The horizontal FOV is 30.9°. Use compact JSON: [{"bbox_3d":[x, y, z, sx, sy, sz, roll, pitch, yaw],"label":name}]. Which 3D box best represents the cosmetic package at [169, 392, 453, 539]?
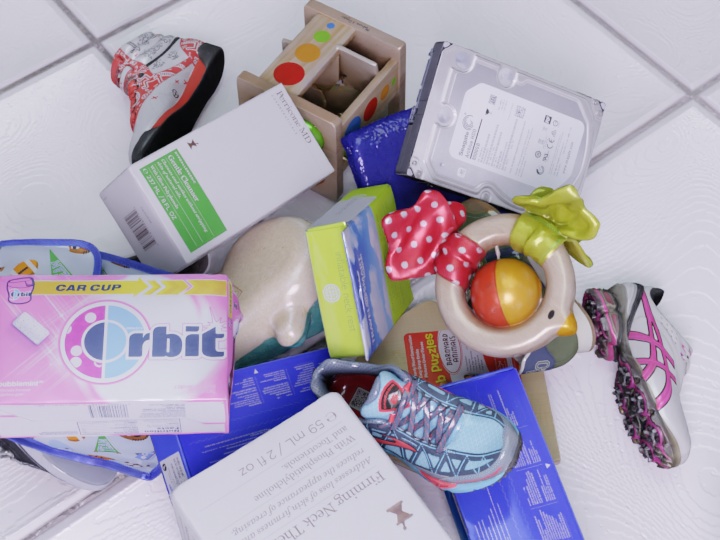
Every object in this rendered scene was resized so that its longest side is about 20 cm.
[{"bbox_3d":[-0.030,0.248,1.064,0.166,0.167,0.200,-30,60,-20],"label":"cosmetic package"}]

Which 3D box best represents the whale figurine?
[{"bbox_3d":[-0.093,0.047,1.262,0.159,0.104,0.201,26,77,49],"label":"whale figurine"}]

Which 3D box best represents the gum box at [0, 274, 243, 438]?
[{"bbox_3d":[-0.193,0.068,1.051,0.197,0.066,0.115,0,59,-5],"label":"gum box"}]

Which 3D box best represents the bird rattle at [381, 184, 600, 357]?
[{"bbox_3d":[0.121,-0.003,1.180,0.198,0.113,0.165,-11,74,6],"label":"bird rattle"}]

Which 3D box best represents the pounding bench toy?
[{"bbox_3d":[-0.013,-0.160,1.382,0.199,0.125,0.156,28,59,19],"label":"pounding bench toy"}]

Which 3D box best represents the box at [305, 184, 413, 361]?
[{"bbox_3d":[0.000,0.000,1.211,0.047,0.123,0.200,-8,12,16],"label":"box"}]

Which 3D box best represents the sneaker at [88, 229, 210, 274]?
[{"bbox_3d":[-0.247,-0.004,1.320,0.198,0.074,0.085,-12,24,-1],"label":"sneaker"}]

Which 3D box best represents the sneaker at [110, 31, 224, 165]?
[{"bbox_3d":[-0.237,-0.187,1.440,0.107,0.068,0.202,16,52,13],"label":"sneaker"}]

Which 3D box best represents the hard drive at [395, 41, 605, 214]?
[{"bbox_3d":[0.145,-0.135,1.324,0.198,0.038,0.141,18,89,-22],"label":"hard drive"}]

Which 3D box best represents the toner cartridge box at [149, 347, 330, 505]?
[{"bbox_3d":[-0.090,0.134,1.149,0.199,0.043,0.096,-10,78,-43],"label":"toner cartridge box"}]

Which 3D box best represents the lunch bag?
[{"bbox_3d":[-0.245,0.073,1.159,0.198,0.124,0.172,20,54,-22],"label":"lunch bag"}]

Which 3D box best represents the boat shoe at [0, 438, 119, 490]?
[{"bbox_3d":[-0.314,0.142,1.200,0.198,0.068,0.074,33,44,-7],"label":"boat shoe"}]

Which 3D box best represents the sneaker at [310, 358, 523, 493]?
[{"bbox_3d":[0.038,0.126,1.096,0.198,0.096,0.080,14,73,31],"label":"sneaker"}]

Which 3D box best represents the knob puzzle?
[{"bbox_3d":[0.077,0.118,1.240,0.217,0.031,0.222,0,55,0],"label":"knob puzzle"}]

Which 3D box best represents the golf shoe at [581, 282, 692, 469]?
[{"bbox_3d":[0.280,0.091,1.233,0.091,0.073,0.202,-9,54,-8],"label":"golf shoe"}]

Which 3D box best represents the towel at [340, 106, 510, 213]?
[{"bbox_3d":[0.086,-0.105,1.350,0.198,0.149,0.049,-23,14,-18],"label":"towel"}]

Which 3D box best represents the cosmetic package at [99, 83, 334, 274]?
[{"bbox_3d":[-0.136,-0.085,1.255,0.199,0.085,0.108,-37,95,-34],"label":"cosmetic package"}]

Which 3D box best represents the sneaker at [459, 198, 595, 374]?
[{"bbox_3d":[0.131,0.018,1.251,0.089,0.067,0.201,-27,62,-25],"label":"sneaker"}]

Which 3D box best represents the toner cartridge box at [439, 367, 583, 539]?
[{"bbox_3d":[0.123,0.190,1.136,0.094,0.043,0.202,-14,58,-7],"label":"toner cartridge box"}]
